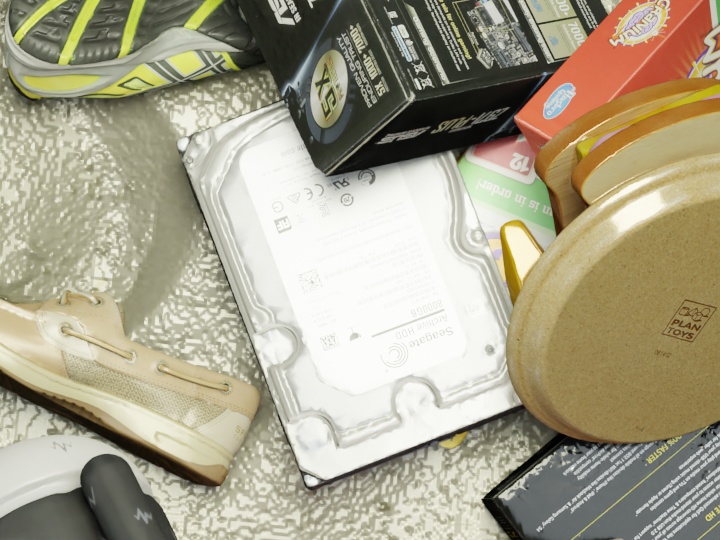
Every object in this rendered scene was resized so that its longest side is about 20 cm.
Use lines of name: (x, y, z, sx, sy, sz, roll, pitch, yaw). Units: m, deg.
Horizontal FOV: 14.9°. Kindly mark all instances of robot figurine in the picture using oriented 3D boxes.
robot figurine: (-0.143, 0.178, 1.392, 0.150, 0.125, 0.200, -32, 58, 8)

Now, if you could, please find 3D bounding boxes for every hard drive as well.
hard drive: (0.000, 0.000, 1.461, 0.139, 0.038, 0.201, -20, 83, -2)

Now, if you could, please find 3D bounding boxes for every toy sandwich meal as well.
toy sandwich meal: (0.150, 0.000, 1.387, 0.205, 0.205, 0.070, -24, 45, -5)

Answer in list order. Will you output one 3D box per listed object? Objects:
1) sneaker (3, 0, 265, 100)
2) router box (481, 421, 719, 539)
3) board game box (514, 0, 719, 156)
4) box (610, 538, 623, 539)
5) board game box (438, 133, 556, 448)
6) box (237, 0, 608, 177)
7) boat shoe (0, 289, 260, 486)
sneaker: (-0.099, -0.134, 1.479, 0.199, 0.076, 0.076, -6, 70, -22)
router box: (0.188, 0.117, 1.475, 0.200, 0.051, 0.149, -39, 89, -6)
board game box: (0.182, -0.099, 1.445, 0.200, 0.153, 0.040, -48, 50, -10)
box: (0.040, 0.201, 1.408, 0.199, 0.095, 0.103, -5, 95, 10)
board game box: (0.073, -0.008, 1.496, 0.095, 0.030, 0.200, 37, 86, 1)
box: (0.019, -0.165, 1.427, 0.164, 0.086, 0.200, -15, 74, -41)
boat shoe: (-0.150, 0.043, 1.459, 0.200, 0.071, 0.065, 29, 79, -10)
